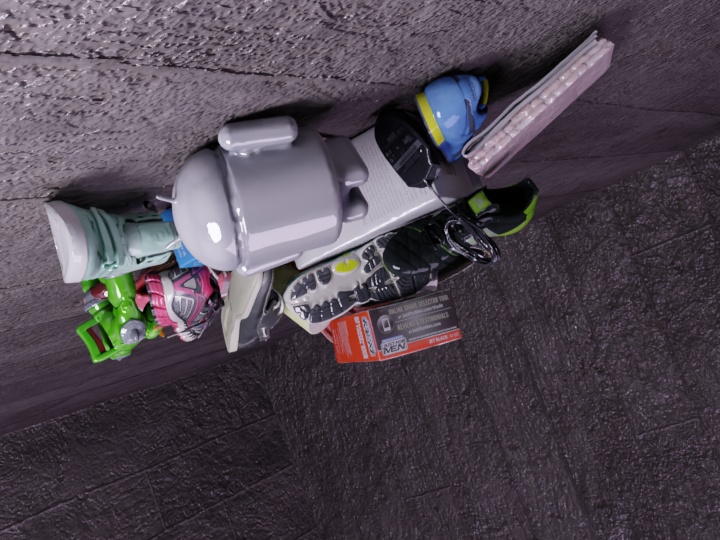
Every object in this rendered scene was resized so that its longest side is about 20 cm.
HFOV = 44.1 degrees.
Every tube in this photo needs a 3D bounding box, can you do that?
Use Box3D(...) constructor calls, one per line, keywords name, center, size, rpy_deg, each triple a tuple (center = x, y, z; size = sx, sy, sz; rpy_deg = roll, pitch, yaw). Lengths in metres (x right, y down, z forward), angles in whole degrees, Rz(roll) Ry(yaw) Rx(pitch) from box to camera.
Box3D(name="tube", center=(-0.116, 0.008, 1.146), size=(0.058, 0.199, 0.053), rpy_deg=(9, 113, -56))

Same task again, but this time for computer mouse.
Box3D(name="computer mouse", center=(0.085, -0.089, 0.940), size=(0.034, 0.201, 0.058), rpy_deg=(-34, 177, -44))

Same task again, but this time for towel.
Box3D(name="towel", center=(0.202, -0.184, 1.013), size=(0.199, 0.032, 0.191), rpy_deg=(-42, 174, 13))

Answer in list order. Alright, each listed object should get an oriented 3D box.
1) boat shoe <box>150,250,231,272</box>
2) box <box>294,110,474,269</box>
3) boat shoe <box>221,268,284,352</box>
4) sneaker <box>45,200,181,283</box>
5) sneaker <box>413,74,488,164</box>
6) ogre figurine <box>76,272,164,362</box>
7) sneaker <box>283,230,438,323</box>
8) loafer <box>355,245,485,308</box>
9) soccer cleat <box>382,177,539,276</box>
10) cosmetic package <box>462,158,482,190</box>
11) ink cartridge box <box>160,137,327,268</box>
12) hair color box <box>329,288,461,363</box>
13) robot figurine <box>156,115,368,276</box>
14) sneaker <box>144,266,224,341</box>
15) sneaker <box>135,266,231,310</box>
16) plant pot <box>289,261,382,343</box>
Box3D(name="boat shoe", center=(-0.172, -0.031, 1.115), size=(0.196, 0.069, 0.072), rpy_deg=(-22, 174, 0))
Box3D(name="box", center=(0.016, -0.093, 1.069), size=(0.197, 0.108, 0.152), rpy_deg=(-25, 174, 23))
Box3D(name="boat shoe", center=(-0.123, 0.034, 1.061), size=(0.066, 0.073, 0.201), rpy_deg=(-4, 153, -17))
Box3D(name="sneaker", center=(-0.227, -0.035, 0.833), size=(0.116, 0.075, 0.200), rpy_deg=(-14, -178, -15))
Box3D(name="sneaker", center=(0.112, -0.167, 0.969), size=(0.077, 0.067, 0.200), rpy_deg=(-27, 173, 10))
Box3D(name="ogre figurine", center=(-0.290, 0.038, 1.041), size=(0.097, 0.122, 0.198), rpy_deg=(-14, 171, -45))
Box3D(name="sneaker", center=(0.000, 0.000, 1.061), size=(0.196, 0.079, 0.080), rpy_deg=(-16, -168, -11))
Box3D(name="loafer", center=(0.073, -0.004, 1.141), size=(0.198, 0.071, 0.070), rpy_deg=(-28, -139, -22))
Box3D(name="soccer cleat", center=(0.114, -0.054, 1.009), size=(0.197, 0.068, 0.082), rpy_deg=(-23, 156, -17))
Box3D(name="cosmetic package", center=(0.118, -0.120, 1.223), size=(0.089, 0.109, 0.200), rpy_deg=(-21, 176, 3))
Box3D(name="ink cartridge box", center=(-0.105, -0.074, 0.979), size=(0.197, 0.068, 0.116), rpy_deg=(-25, 173, 24))
Box3D(name="hair color box", center=(0.038, 0.073, 1.117), size=(0.109, 0.065, 0.200), rpy_deg=(-14, 176, -16))
Box3D(name="robot figurine", center=(-0.091, -0.067, 0.835), size=(0.196, 0.114, 0.172), rpy_deg=(-14, 131, -16))
Box3D(name="sneaker", center=(-0.199, 0.039, 1.078), size=(0.073, 0.082, 0.200), rpy_deg=(-14, 174, 0))
Box3D(name="sneaker", center=(-0.232, 0.010, 1.243), size=(0.197, 0.075, 0.087), rpy_deg=(-23, 170, -4))
Box3D(name="plant pot", center=(0.006, -0.030, 1.265), size=(0.193, 0.203, 0.201), rpy_deg=(-31, 173, 11))
